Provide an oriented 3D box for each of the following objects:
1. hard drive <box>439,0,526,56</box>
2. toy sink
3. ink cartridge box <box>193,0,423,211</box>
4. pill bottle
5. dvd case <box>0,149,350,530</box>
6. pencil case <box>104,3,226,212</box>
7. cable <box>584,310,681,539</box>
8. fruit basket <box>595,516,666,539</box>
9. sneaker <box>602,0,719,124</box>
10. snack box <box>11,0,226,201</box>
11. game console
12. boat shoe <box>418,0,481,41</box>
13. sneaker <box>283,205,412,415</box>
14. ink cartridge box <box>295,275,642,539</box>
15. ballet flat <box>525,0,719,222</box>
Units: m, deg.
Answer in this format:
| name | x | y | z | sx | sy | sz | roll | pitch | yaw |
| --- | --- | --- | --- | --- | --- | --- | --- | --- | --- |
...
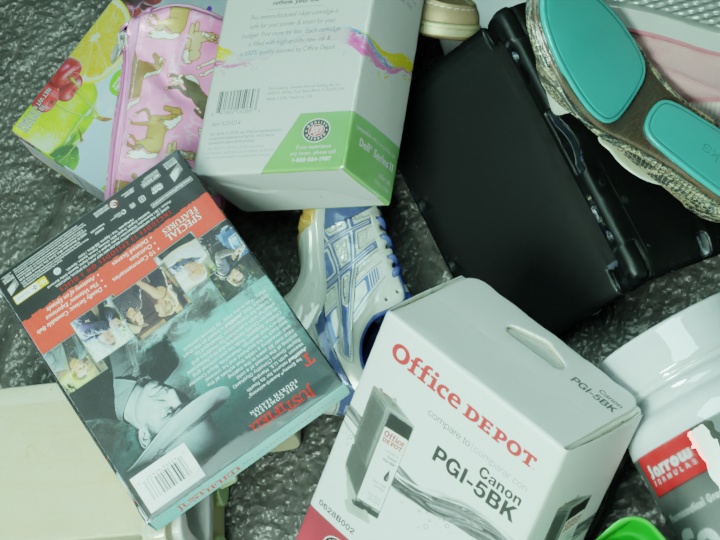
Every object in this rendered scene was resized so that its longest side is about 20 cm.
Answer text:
| name | x | y | z | sx | sy | sz | roll | pitch | yaw |
| --- | --- | --- | --- | --- | --- | --- | --- | --- | --- |
| hard drive | 0.117 | -0.175 | 1.692 | 0.132 | 0.026 | 0.200 | -19 | 64 | 6 |
| toy sink | -0.145 | 0.141 | 1.571 | 0.200 | 0.130 | 0.112 | -6 | 66 | 11 |
| ink cartridge box | -0.028 | -0.143 | 1.604 | 0.117 | 0.067 | 0.200 | -1 | 69 | 31 |
| pill bottle | 0.227 | 0.120 | 1.461 | 0.114 | 0.114 | 0.200 | -29 | 80 | 2 |
| dvd case | -0.118 | 0.040 | 1.523 | 0.146 | 0.022 | 0.200 | -36 | 62 | -2 |
| pencil case | -0.127 | -0.070 | 1.626 | 0.086 | 0.083 | 0.200 | 3 | 74 | 8 |
| cable | 0.172 | 0.093 | 1.548 | 0.200 | 0.050 | 0.097 | -34 | 70 | -3 |
| fruit basket | 0.176 | 0.242 | 1.376 | 0.155 | 0.216 | 0.216 | -41 | 64 | -5 |
| sneaker | 0.177 | -0.150 | 1.574 | 0.200 | 0.105 | 0.075 | 25 | 59 | 28 |
| snack box | -0.123 | -0.132 | 1.722 | 0.142 | 0.053 | 0.200 | 32 | 80 | 22 |
| game console | 0.139 | -0.068 | 1.624 | 0.176 | 0.116 | 0.200 | -19 | 74 | -25 |
| boat shoe | 0.010 | -0.212 | 1.684 | 0.200 | 0.071 | 0.065 | 34 | 113 | 37 |
| sneaker | 0.000 | 0.000 | 1.631 | 0.088 | 0.075 | 0.200 | 11 | 80 | 11 |
| ink cartridge box | 0.059 | 0.128 | 1.485 | 0.147 | 0.083 | 0.200 | 37 | 125 | 26 |
| ballet flat | 0.161 | -0.097 | 1.532 | 0.200 | 0.075 | 0.068 | 41 | 65 | -13 |
